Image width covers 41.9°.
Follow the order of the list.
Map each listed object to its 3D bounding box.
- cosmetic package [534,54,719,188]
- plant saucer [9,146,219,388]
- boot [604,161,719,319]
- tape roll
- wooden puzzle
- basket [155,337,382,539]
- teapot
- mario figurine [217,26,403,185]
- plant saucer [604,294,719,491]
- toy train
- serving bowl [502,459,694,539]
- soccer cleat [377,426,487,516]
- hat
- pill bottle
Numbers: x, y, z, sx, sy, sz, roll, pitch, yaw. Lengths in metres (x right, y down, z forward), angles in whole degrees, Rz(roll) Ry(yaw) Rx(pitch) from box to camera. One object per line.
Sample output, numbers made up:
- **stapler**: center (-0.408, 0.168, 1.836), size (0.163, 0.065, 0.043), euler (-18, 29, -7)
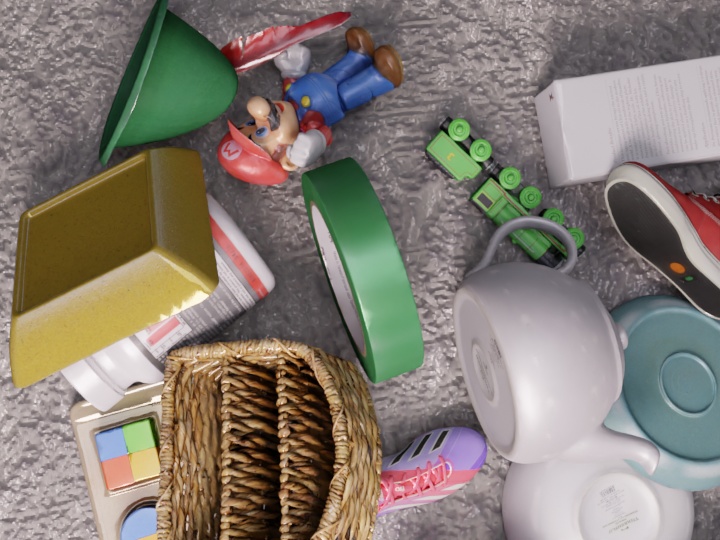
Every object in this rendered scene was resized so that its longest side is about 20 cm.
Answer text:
- **cosmetic package**: center (0.289, -0.152, 0.963), size (0.198, 0.071, 0.103), euler (-9, 88, -7)
- **plant saucer**: center (-0.230, -0.021, 0.827), size (0.198, 0.049, 0.201), euler (-26, 44, 8)
- **boot**: center (0.338, -0.067, 0.948), size (0.200, 0.072, 0.145), euler (42, 66, -17)
- **tape roll**: center (0.000, 0.000, 0.855), size (0.048, 0.200, 0.202), euler (-19, 88, -7)
- **wooden puzzle**: center (-0.168, 0.201, 0.900), size (0.183, 0.046, 0.202), euler (-15, 88, -7)
- **basket**: center (-0.075, 0.161, 0.807), size (0.142, 0.148, 0.202), euler (-21, 58, 33)
- **teapot**: center (0.179, 0.073, 0.882), size (0.145, 0.198, 0.202), euler (-15, 112, -9)
- **mario figurine**: center (-0.057, -0.165, 0.905), size (0.200, 0.123, 0.106), euler (-40, 103, -12)
- **plant saucer**: center (0.322, 0.116, 0.940), size (0.198, 0.027, 0.202), euler (6, 68, -14)
- **toy train**: center (0.146, -0.075, 0.960), size (0.200, 0.042, 0.056), euler (44, 92, -2)
- **serving bowl**: center (0.244, 0.239, 0.934), size (0.198, 0.066, 0.203), euler (1, 85, -6)
- **soccer cleat**: center (0.033, 0.205, 0.906), size (0.198, 0.076, 0.067), euler (-16, 90, -6)
- **hat**: center (-0.130, -0.158, 0.885), size (0.175, 0.200, 0.167), euler (20, 42, -21)
- **pill bottle**: center (-0.187, 0.031, 0.875), size (0.200, 0.116, 0.116), euler (-39, 91, -8)
